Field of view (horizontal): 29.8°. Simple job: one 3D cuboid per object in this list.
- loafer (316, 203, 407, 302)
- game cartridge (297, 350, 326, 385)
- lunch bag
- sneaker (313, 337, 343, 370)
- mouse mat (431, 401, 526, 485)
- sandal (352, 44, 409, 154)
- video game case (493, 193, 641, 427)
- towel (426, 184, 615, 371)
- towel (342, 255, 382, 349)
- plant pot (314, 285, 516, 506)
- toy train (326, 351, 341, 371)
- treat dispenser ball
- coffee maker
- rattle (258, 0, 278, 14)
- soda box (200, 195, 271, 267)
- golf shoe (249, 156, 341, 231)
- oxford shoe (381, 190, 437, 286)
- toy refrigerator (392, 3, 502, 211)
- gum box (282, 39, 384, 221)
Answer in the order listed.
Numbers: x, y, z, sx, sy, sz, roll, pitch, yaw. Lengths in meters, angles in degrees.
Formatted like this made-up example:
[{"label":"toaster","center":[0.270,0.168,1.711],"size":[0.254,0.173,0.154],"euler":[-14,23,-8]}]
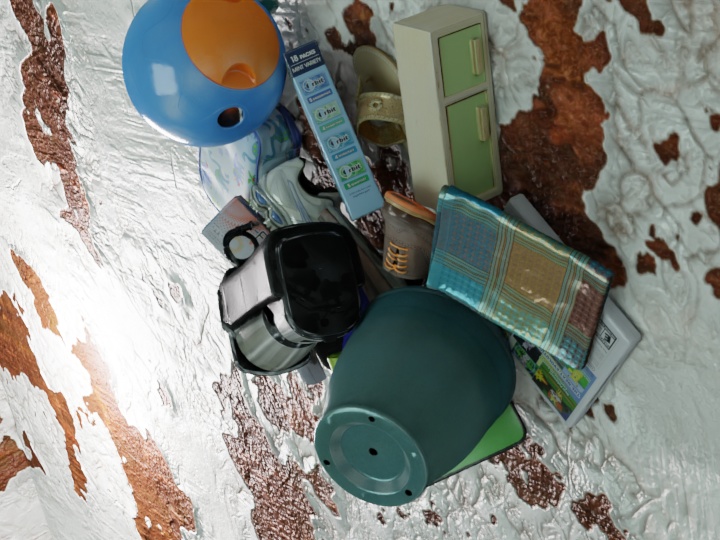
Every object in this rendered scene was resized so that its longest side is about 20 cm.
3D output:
[{"label":"loafer","center":[0.000,0.000,1.619],"size":[0.200,0.063,0.072],"euler":[48,-176,32]},{"label":"game cartridge","center":[-0.107,0.061,1.886],"size":[0.133,0.041,0.201],"euler":[84,161,-71]},{"label":"lunch bag","center":[-0.154,-0.156,1.813],"size":[0.161,0.082,0.201],"euler":[43,144,33]},{"label":"sneaker","center":[-0.056,0.040,1.834],"size":[0.087,0.073,0.201],"euler":[-160,47,-81]},{"label":"mouse mat","center":[0.090,0.143,1.611],"size":[0.160,0.008,0.201],"euler":[-28,85,22]},{"label":"sandal","center":[0.030,-0.165,1.515],"size":[0.212,0.069,0.078],"euler":[55,149,19]},{"label":"video game case","center":[0.198,0.046,1.446],"size":[0.200,0.022,0.183],"euler":[52,149,21]},{"label":"towel","center":[0.157,0.008,1.386],"size":[0.199,0.022,0.147],"euler":[30,140,22]},{"label":"towel","center":[0.041,0.084,1.714],"size":[0.147,0.049,0.201],"euler":[38,141,29]},{"label":"plant pot","center":[0.048,0.151,1.487],"size":[0.199,0.188,0.201],"euler":[14,127,19]},{"label":"toy train","center":[-0.017,0.155,1.734],"size":[0.200,0.084,0.116],"euler":[-10,97,55]},{"label":"treat dispenser ball","center":[-0.189,-0.250,1.641],"size":[0.201,0.200,0.202],"euler":[38,141,39]},{"label":"coffee maker","center":[-0.094,0.014,1.592],"size":[0.193,0.134,0.200],"euler":[56,151,3]},{"label":"rattle","center":[-0.178,-0.389,1.629],"size":[0.130,0.143,0.201],"euler":[23,127,26]},{"label":"soda box","center":[-0.113,-0.004,1.749],"size":[0.200,0.068,0.064],"euler":[46,-175,-4]},{"label":"golf shoe","center":[-0.048,-0.055,1.724],"size":[0.200,0.097,0.078],"euler":[47,-168,-15]},{"label":"oxford shoe","center":[0.057,-0.028,1.478],"size":[0.071,0.073,0.200],"euler":[30,173,23]},{"label":"toy refrigerator","center":[0.094,-0.166,1.403],"size":[0.070,0.076,0.201],"euler":[25,131,50]},{"label":"gum box","center":[-0.030,-0.157,1.573],"size":[0.170,0.044,0.201],"euler":[-116,2,-89]}]
